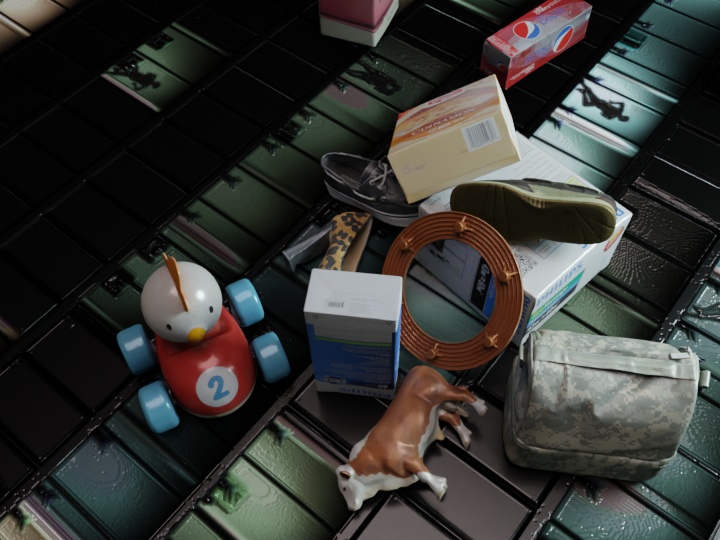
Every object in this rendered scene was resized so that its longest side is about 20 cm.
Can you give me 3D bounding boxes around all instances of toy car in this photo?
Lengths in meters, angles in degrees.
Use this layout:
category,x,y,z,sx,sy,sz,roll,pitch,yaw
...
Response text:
category,x,y,z,sx,sy,sz,roll,pitch,yaw
toy car,-0.202,0.066,0.919,0.184,0.200,0.177,-23,58,-13

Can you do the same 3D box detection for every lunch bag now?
category,x,y,z,sx,sy,sz,roll,pitch,yaw
lunch bag,0.270,0.142,0.871,0.199,0.168,0.140,7,57,6

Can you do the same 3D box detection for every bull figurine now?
category,x,y,z,sx,sy,sz,roll,pitch,yaw
bull figurine,0.060,0.203,0.901,0.121,0.065,0.200,27,63,14

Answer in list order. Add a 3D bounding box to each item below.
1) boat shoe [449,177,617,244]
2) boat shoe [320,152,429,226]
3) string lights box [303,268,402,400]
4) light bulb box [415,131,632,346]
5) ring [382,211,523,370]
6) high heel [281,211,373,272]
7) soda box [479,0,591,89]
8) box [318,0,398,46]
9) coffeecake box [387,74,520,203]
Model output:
category,x,y,z,sx,sy,sz,roll,pitch,yaw
boat shoe,0.211,-0.077,0.936,0.200,0.072,0.066,10,29,23
boat shoe,0.026,-0.124,1.094,0.199,0.068,0.072,25,65,33
string lights box,-0.005,0.081,0.902,0.102,0.200,0.059,6,57,5
light bulb box,0.210,-0.045,1.026,0.198,0.125,0.200,-37,64,-21
ring,0.107,0.027,0.958,0.200,0.201,0.019,40,24,25
high heel,0.000,0.000,1.035,0.142,0.072,0.200,-31,55,-17
soda box,0.294,-0.389,1.288,0.200,0.070,0.063,-35,62,-20
box,-0.002,-0.506,1.299,0.108,0.200,0.128,18,58,13
coffeecake box,0.126,-0.182,1.034,0.153,0.073,0.200,-20,22,16
